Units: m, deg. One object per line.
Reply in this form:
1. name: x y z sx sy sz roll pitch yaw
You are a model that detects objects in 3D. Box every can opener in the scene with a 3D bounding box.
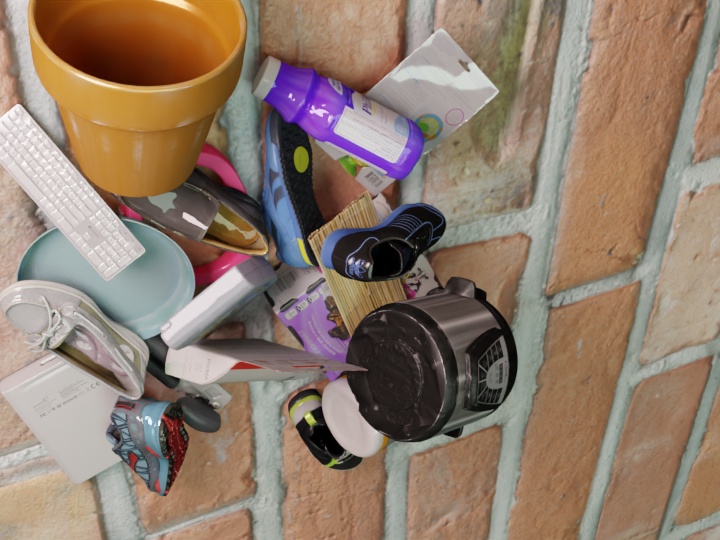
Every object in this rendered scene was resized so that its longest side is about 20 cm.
1. can opener: -0.233 0.139 1.357 0.053 0.067 0.200 -24 137 17

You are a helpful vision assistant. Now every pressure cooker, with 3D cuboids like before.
1. pressure cooker: 0.101 0.113 1.357 0.199 0.180 0.176 -8 150 -50

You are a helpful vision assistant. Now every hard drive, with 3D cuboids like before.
1. hard drive: -0.348 0.177 1.352 0.131 0.026 0.201 -29 135 -8

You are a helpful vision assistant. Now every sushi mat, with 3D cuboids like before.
1. sushi mat: 0.000 0.000 1.315 0.095 0.012 0.201 -37 136 -15

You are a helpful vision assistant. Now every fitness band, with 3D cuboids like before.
1. fitness band: -0.196 -0.060 1.246 0.143 0.038 0.201 -29 136 -8

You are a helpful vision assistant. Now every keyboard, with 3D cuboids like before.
1. keyboard: -0.311 -0.079 1.124 0.056 0.011 0.201 -38 109 -1

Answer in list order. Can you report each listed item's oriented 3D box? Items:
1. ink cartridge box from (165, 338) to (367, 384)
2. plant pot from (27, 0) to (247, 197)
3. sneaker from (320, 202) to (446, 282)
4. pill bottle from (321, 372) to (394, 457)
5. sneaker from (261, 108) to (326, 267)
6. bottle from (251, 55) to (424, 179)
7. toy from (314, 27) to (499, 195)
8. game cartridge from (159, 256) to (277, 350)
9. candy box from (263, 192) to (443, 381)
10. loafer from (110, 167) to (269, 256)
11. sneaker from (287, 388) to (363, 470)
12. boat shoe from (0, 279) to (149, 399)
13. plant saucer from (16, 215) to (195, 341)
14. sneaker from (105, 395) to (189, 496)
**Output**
1. ink cartridge box: -0.116 0.122 1.310 0.160 0.199 0.051 4 97 -48
2. plant pot: -0.217 -0.177 1.046 0.198 0.201 0.184 -12 146 -22
3. sneaker: 0.047 -0.028 1.269 0.199 0.077 0.071 -21 125 -41
4. pill bottle: 0.052 0.167 1.494 0.199 0.116 0.117 -27 138 -36
5. sneaker: -0.094 -0.095 1.261 0.066 0.078 0.202 -41 128 -46
6. bottle: -0.025 -0.174 1.200 0.198 0.084 0.066 26 111 -17
7. toy: 0.051 -0.192 1.276 0.200 0.047 0.115 -41 124 15
8. game cartridge: -0.159 0.035 1.257 0.133 0.042 0.200 -35 179 3
9. candy box: -0.007 0.024 1.400 0.199 0.072 0.168 -36 135 -1
10. loafer: -0.180 -0.067 1.177 0.199 0.072 0.073 14 116 -39
11. sneaker: -0.046 0.253 1.552 0.071 0.083 0.200 -36 135 1
12. boat shoe: -0.322 0.079 1.218 0.074 0.065 0.202 -32 131 19
13. plant saucer: -0.289 0.008 1.221 0.197 0.028 0.202 -6 135 -6
14. sneaker: -0.275 0.216 1.371 0.094 0.080 0.201 17 141 7
